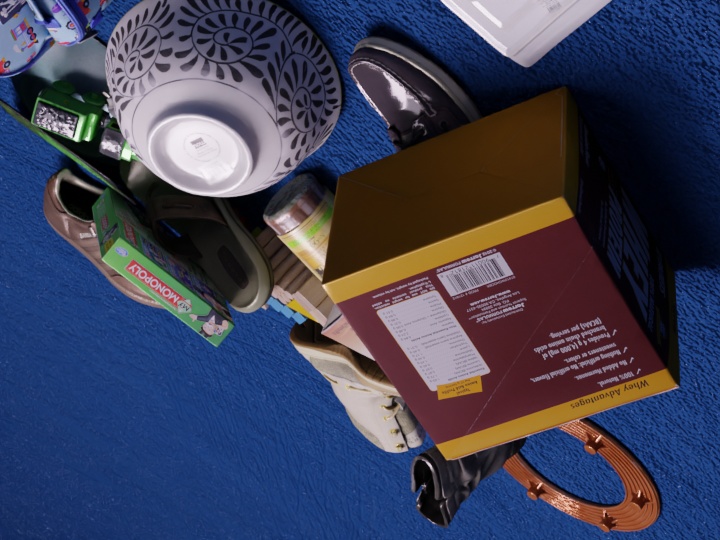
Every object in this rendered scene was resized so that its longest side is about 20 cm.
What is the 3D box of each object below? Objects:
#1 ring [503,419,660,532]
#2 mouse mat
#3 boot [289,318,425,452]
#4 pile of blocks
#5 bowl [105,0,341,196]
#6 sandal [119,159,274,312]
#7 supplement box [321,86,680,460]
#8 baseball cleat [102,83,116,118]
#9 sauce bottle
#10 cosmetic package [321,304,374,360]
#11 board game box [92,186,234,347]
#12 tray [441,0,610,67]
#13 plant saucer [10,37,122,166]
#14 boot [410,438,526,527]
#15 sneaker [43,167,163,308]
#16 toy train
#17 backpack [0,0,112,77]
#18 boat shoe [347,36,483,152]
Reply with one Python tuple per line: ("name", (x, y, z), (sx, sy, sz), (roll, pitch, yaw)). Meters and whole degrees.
("ring", (0.196, 0.190, 1.869), (0.200, 0.019, 0.201), (30, 153, 16))
("mouse mat", (-0.291, -0.120, 1.885), (0.161, 0.008, 0.200), (36, 178, 2))
("boot", (0.034, 0.118, 1.890), (0.200, 0.072, 0.155), (16, 147, 46))
("pile of blocks", (-0.076, -0.005, 1.841), (0.200, 0.062, 0.082), (30, 156, 32))
("bowl", (-0.122, -0.123, 1.573), (0.200, 0.094, 0.201), (7, 136, 7))
("sandal", (-0.157, -0.043, 1.795), (0.201, 0.057, 0.080), (48, 130, 19))
("supplement box", (0.109, 0.006, 1.453), (0.197, 0.133, 0.200), (-20, 125, 22))
("baseball cleat", (-0.148, -0.143, 1.689), (0.106, 0.070, 0.200), (48, 153, -20))
("sauce bottle", (0.000, 0.000, 1.750), (0.200, 0.065, 0.065), (44, 153, -18))
("cosmetic package", (0.079, 0.054, 1.654), (0.200, 0.087, 0.103), (26, 164, -6))
("board game box", (-0.187, -0.007, 1.813), (0.134, 0.029, 0.200), (38, -174, -17))
("tray", (0.115, -0.203, 1.322), (0.107, 0.022, 0.200), (39, 154, -7))
("plant saucer", (-0.272, -0.160, 1.849), (0.201, 0.039, 0.201), (28, 152, 17))
("boot", (0.095, 0.138, 1.761), (0.068, 0.131, 0.200), (23, 140, 31))
("sneaker", (-0.246, -0.032, 1.991), (0.200, 0.071, 0.076), (31, 153, 10))
("toy train", (-0.205, -0.120, 1.764), (0.199, 0.056, 0.042), (21, 119, 3))
("backpack", (-0.292, -0.243, 1.555), (0.134, 0.200, 0.183), (17, 147, 34))
("boat shoe", (0.061, -0.097, 1.511), (0.200, 0.065, 0.072), (46, 152, -17))
